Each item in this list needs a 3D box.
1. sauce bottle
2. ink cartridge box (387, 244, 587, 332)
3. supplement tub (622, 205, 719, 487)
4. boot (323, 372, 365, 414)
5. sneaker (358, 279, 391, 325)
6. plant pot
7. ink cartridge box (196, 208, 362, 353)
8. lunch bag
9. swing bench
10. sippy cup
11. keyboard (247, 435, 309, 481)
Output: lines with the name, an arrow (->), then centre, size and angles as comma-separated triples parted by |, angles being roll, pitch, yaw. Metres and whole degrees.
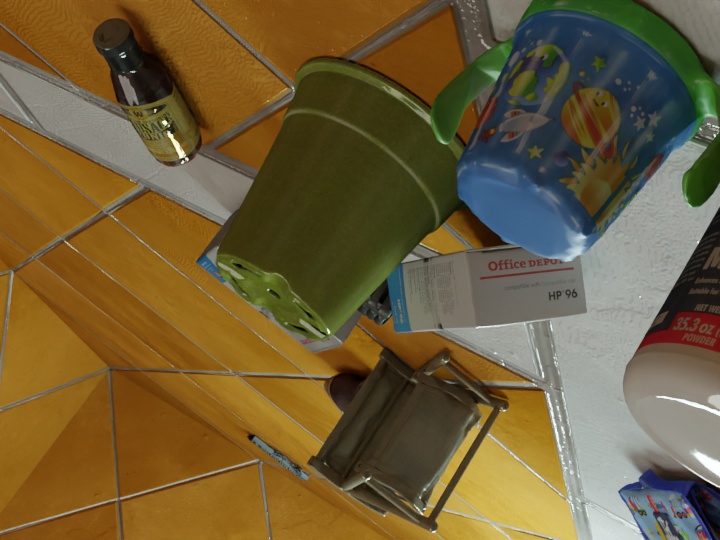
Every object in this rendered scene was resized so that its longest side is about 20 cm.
sauce bottle -> -0.230, -0.189, 1.193 | 0.066, 0.066, 0.200 | 26, 161, 26
ink cartridge box -> 0.117, 0.015, 0.985 | 0.115, 0.068, 0.200 | -7, 178, -23
supplement tub -> 0.252, 0.022, 0.631 | 0.140, 0.201, 0.140 | 31, 162, 11
boot -> 0.030, 0.246, 1.819 | 0.200, 0.072, 0.166 | 45, 162, -17
sneaker -> 0.000, 0.000, 1.261 | 0.099, 0.071, 0.200 | 27, 167, 19
plant pot -> -0.026, -0.047, 0.981 | 0.199, 0.190, 0.200 | 31, 162, 11
ink cartridge box -> -0.098, 0.010, 1.431 | 0.200, 0.084, 0.145 | 39, 162, -10
lunch bag -> 0.405, 0.312, 1.323 | 0.200, 0.094, 0.151 | 49, 162, -3
swing bench -> 0.060, 0.221, 1.494 | 0.130, 0.199, 0.200 | 40, 162, -16
sippy cup -> 0.130, -0.083, 0.700 | 0.139, 0.131, 0.178 | 39, 162, -13
keyboard -> -0.224, 0.522, 3.081 | 0.200, 0.021, 0.127 | 39, 162, -14
